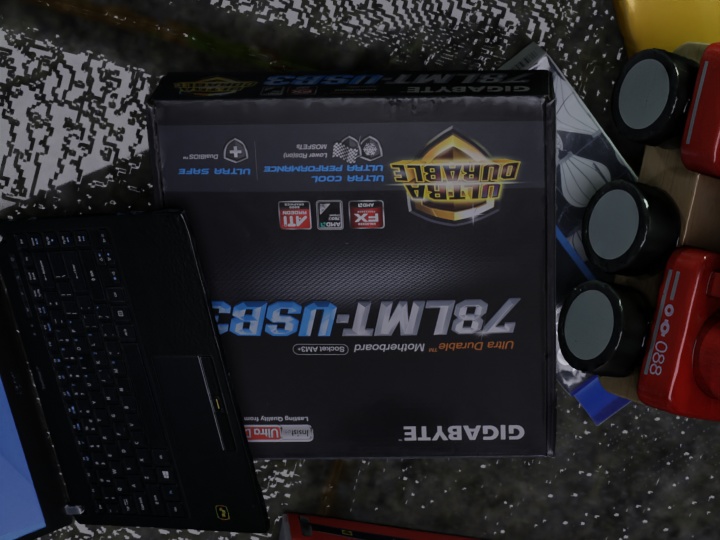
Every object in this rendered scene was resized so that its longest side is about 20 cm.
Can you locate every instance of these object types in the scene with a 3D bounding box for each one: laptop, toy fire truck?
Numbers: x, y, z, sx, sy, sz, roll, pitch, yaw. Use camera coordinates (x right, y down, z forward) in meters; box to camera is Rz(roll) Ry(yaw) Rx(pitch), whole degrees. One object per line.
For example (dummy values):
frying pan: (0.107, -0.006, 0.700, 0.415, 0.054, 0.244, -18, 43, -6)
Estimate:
laptop: (-0.170, 0.072, 0.910, 0.199, 0.103, 0.178, -2, 112, 30)
toy fire truck: (0.190, -0.011, 0.830, 0.128, 0.200, 0.177, 11, 94, -36)

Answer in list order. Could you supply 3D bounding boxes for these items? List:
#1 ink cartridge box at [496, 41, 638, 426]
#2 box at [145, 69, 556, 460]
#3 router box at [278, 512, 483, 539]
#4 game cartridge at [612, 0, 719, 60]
ink cartridge box: (0.112, -0.011, 0.956, 0.099, 0.039, 0.200, -38, 108, 5)
box: (0.000, 0.000, 0.915, 0.198, 0.050, 0.200, 0, 113, 5)
router box: (0.026, 0.246, 1.020, 0.178, 0.049, 0.201, 9, 106, -9)
game cartridge: (0.203, -0.195, 0.915, 0.175, 0.032, 0.201, -17, 111, -1)
